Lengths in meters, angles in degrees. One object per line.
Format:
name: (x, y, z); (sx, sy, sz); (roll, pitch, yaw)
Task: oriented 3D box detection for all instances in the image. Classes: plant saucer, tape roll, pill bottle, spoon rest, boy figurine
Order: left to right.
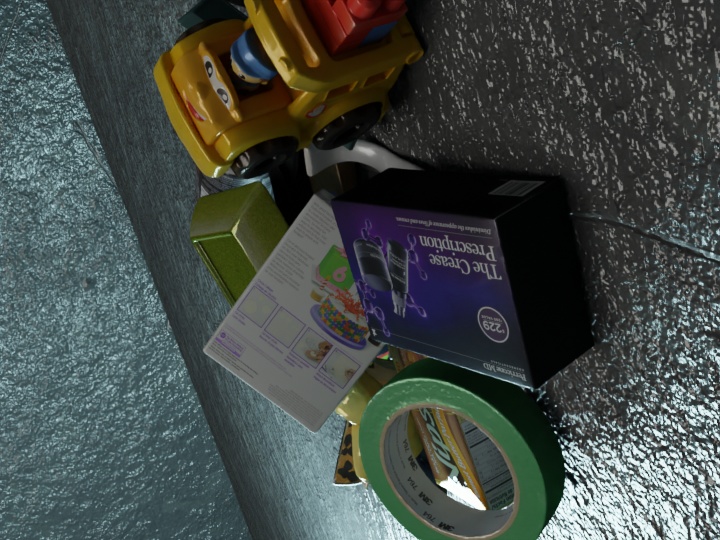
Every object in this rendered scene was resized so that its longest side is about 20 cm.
pill bottle: (-0.149, -0.117, 1.082); (0.106, 0.106, 0.200); (61, 160, 13)
plant saucer: (-0.117, 0.007, 1.002); (0.199, 0.048, 0.200); (-3, 120, 61)
plant saucer: (-0.077, -0.194, 0.850); (0.200, 0.070, 0.019); (36, 126, -10)
plant saucer: (-0.053, -0.138, 1.018); (0.200, 0.035, 0.201); (53, 157, 35)
boy figurine: (0.032, 0.185, 0.992); (0.200, 0.124, 0.064); (45, 165, -25)
spoon rest: (0.031, -0.077, 0.858); (0.200, 0.061, 0.100); (37, 149, 31)
tape roll: (0.093, 0.182, 0.848); (0.200, 0.048, 0.201); (16, 120, 30)

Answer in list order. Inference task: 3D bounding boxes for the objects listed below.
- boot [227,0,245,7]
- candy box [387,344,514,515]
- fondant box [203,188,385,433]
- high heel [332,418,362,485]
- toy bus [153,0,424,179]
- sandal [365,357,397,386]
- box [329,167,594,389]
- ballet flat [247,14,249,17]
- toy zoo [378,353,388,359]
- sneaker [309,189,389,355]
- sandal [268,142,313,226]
boot: (-0.113, -0.335, 0.930); (0.200, 0.074, 0.097); (-149, 71, -85)
candy box: (0.096, 0.141, 0.924); (0.115, 0.055, 0.201); (10, 123, 67)
fondant box: (-0.042, 0.041, 0.896); (0.144, 0.200, 0.058); (37, -167, -1)
high heel: (-0.029, 0.163, 1.094); (0.200, 0.142, 0.072); (42, 154, 25)
toy bus: (-0.049, -0.180, 0.728); (0.136, 0.200, 0.192); (63, 153, 3)
sandal: (-0.017, 0.132, 1.028); (0.054, 0.199, 0.081); (-68, -12, -62)
box: (0.077, -0.001, 0.719); (0.200, 0.079, 0.142); (11, 127, 53)
ballet flat: (-0.094, -0.240, 0.923); (0.074, 0.074, 0.200); (62, 143, 11)
toy zoo: (0.001, 0.034, 1.102); (0.131, 0.020, 0.200); (57, 159, 23)
sneaker: (0.000, 0.000, 0.968); (0.074, 0.082, 0.201); (29, 141, 65)
sandal: (-0.070, -0.126, 0.939); (0.048, 0.075, 0.201); (5, 132, 23)
